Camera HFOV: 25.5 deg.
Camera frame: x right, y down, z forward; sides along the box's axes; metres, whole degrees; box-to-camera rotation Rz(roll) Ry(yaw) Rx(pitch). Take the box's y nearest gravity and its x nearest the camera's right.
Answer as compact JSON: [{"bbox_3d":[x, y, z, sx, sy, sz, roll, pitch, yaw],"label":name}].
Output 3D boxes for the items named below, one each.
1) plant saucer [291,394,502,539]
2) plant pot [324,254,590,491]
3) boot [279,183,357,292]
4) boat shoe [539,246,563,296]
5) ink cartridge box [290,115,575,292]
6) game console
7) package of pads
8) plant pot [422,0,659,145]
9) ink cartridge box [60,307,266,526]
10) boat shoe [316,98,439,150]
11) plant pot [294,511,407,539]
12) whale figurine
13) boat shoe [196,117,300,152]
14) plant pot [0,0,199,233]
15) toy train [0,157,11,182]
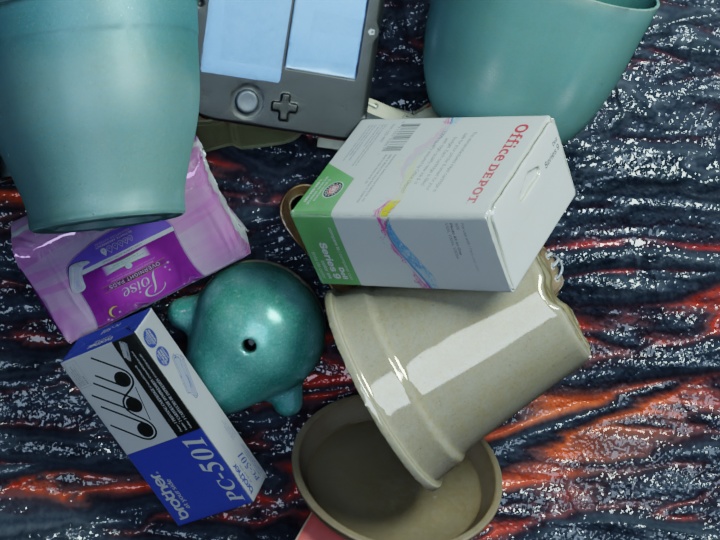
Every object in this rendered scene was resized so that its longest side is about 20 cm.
[{"bbox_3d":[0.033,0.191,1.473,0.198,0.201,0.030,9,128,-3],"label":"plant saucer"},{"bbox_3d":[0.096,0.062,1.409,0.182,0.200,0.202,-30,95,8],"label":"plant pot"},{"bbox_3d":[0.000,0.000,1.501,0.200,0.075,0.074,44,89,-6],"label":"boot"},{"bbox_3d":[0.153,0.004,1.513,0.072,0.072,0.202,7,104,-7],"label":"boat shoe"},{"bbox_3d":[0.064,-0.059,1.371,0.199,0.146,0.088,0,129,35],"label":"ink cartridge box"},{"bbox_3d":[-0.067,-0.227,1.429,0.175,0.031,0.202,8,98,-10],"label":"game console"},{"bbox_3d":[-0.211,-0.028,1.474,0.199,0.076,0.121,-26,122,1],"label":"package of pads"},{"bbox_3d":[0.146,-0.203,1.436,0.199,0.201,0.162,19,114,-3],"label":"plant pot"},{"bbox_3d":[-0.179,0.138,1.466,0.093,0.044,0.201,-22,113,29],"label":"ink cartridge box"},{"bbox_3d":[0.058,-0.132,1.497,0.198,0.071,0.063,9,91,2],"label":"boat shoe"},{"bbox_3d":[0.008,0.316,1.476,0.176,0.200,0.202,26,93,6],"label":"plant pot"},{"bbox_3d":[-0.121,0.086,1.487,0.159,0.104,0.200,41,100,-5],"label":"whale figurine"},{"bbox_3d":[-0.154,-0.153,1.487,0.198,0.075,0.069,-2,63,-10],"label":"boat shoe"},{"bbox_3d":[-0.223,-0.131,1.346,0.198,0.200,0.190,-8,89,-1],"label":"plant pot"},{"bbox_3d":[-0.351,-0.168,1.438,0.084,0.114,0.202,-1,111,8],"label":"toy train"}]
